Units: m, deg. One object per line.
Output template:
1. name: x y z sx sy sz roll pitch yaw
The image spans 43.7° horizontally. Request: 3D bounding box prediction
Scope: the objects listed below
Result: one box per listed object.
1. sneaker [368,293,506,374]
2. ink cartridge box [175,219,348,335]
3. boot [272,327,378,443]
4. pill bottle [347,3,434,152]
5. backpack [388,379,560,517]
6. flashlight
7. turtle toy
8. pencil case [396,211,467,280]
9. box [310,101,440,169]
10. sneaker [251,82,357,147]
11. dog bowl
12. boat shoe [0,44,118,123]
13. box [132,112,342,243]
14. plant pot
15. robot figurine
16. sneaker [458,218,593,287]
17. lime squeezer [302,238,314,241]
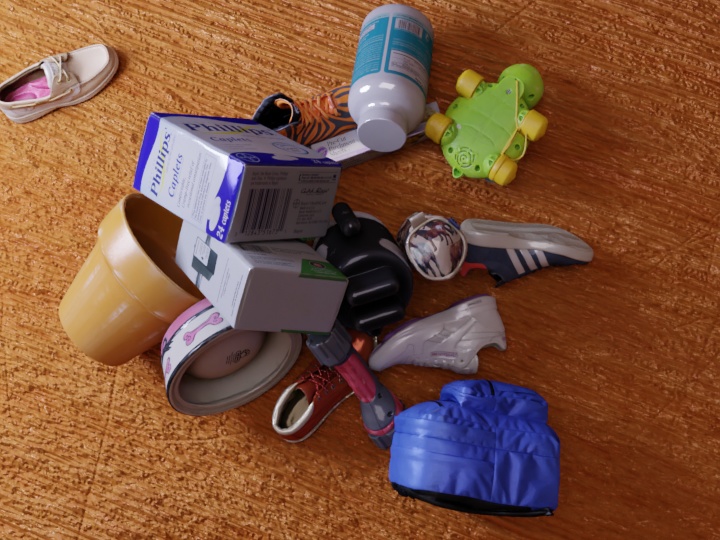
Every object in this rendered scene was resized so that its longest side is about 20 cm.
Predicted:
1. sneaker: 0.108 0.107 1.235 0.197 0.075 0.101 -22 80 -2
2. ink cartridge box: -0.132 -0.002 1.148 0.200 0.145 0.084 39 116 49
3. boot: -0.048 0.152 1.235 0.075 0.107 0.201 37 84 14
4. pill bottle: 0.042 -0.267 1.264 0.109 0.111 0.202 5 59 7
5. backpack: 0.136 0.225 1.158 0.197 0.163 0.171 6 77 -10
6. flashlight: -0.002 0.151 1.192 0.067 0.201 0.068 9 52 50
7. turtle toy: 0.190 -0.210 1.271 0.145 0.101 0.201 35 85 12
8. pencil case: 0.092 -0.039 1.207 0.077 0.200 0.091 -19 95 0
9. box: 0.027 -0.192 1.318 0.197 0.039 0.042 -18 76 3
10. sneaker: -0.070 -0.224 1.297 0.198 0.112 0.078 -28 78 1
11. dog bowl: -0.181 0.107 1.219 0.199 0.200 0.074 -34 59 -1
12. boat shoe: -0.468 -0.292 1.378 0.198 0.069 0.074 -29 78 1
13. box: -0.159 -0.123 1.167 0.199 0.183 0.106 29 112 34
14. plant pot: -0.315 0.028 1.254 0.183 0.200 0.201 -41 78 14
15. robot figurine: -0.001 0.002 1.212 0.123 0.201 0.152 18 113 -23
16. sneaker: 0.224 -0.016 1.252 0.197 0.075 0.086 7 115 -9
17. lime squeezer: -0.097 -0.015 1.311 0.199 0.038 0.071 -39 109 -2
